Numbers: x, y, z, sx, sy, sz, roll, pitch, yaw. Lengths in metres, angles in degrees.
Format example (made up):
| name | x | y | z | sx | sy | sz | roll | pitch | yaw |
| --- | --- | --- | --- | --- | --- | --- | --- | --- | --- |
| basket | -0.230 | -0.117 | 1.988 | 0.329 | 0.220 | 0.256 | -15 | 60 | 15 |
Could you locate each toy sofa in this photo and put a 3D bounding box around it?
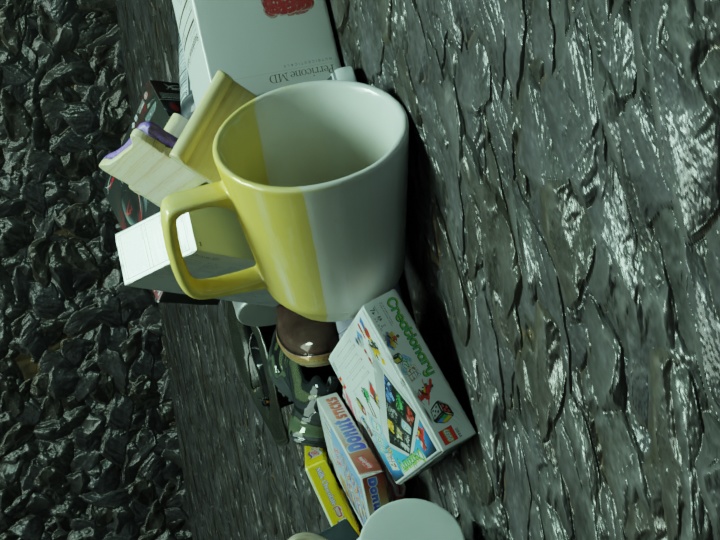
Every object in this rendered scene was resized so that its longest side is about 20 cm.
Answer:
| name | x | y | z | sx | sy | sz | roll | pitch | yaw |
| --- | --- | --- | --- | --- | --- | --- | --- | --- | --- |
| toy sofa | -0.145 | -0.108 | 1.500 | 0.083 | 0.097 | 0.200 | -60 | 11 | -14 |

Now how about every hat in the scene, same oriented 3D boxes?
| name | x | y | z | sx | sy | sz | roll | pitch | yaw |
| --- | --- | --- | --- | --- | --- | --- | --- | --- | --- |
| hat | -0.089 | 0.089 | 1.986 | 0.201 | 0.081 | 0.202 | 160 | 90 | -78 |

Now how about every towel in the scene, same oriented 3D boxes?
| name | x | y | z | sx | sy | sz | roll | pitch | yaw |
| --- | --- | --- | --- | --- | --- | --- | --- | --- | --- |
| towel | 0.016 | 0.204 | 1.710 | 0.200 | 0.030 | 0.147 | 89 | 165 | -54 |

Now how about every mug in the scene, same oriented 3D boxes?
| name | x | y | z | sx | sy | sz | roll | pitch | yaw |
| --- | --- | --- | --- | --- | --- | --- | --- | --- | --- |
| mug | -0.045 | -0.046 | 1.395 | 0.150 | 0.185 | 0.154 | -69 | -24 | -48 |

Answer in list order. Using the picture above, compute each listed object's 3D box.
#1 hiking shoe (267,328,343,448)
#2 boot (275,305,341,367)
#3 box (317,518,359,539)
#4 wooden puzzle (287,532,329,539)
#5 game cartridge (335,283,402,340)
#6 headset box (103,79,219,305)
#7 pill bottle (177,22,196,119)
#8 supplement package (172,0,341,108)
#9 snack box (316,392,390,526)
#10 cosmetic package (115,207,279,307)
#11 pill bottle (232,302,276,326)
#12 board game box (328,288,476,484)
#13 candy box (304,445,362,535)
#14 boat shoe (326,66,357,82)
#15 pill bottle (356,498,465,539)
| name | x | y | z | sx | sy | sz | roll | pitch | yaw |
| --- | --- | --- | --- | --- | --- | --- | --- | --- | --- |
| hiking shoe | -0.043 | 0.092 | 1.816 | 0.200 | 0.075 | 0.101 | -114 | 37 | -57 |
| boot | -0.059 | -0.019 | 1.703 | 0.200 | 0.072 | 0.167 | -104 | 4 | -60 |
| box | 0.008 | 0.352 | 1.636 | 0.200 | 0.079 | 0.142 | 52 | 153 | 31 |
| wooden puzzle | 0.028 | 0.295 | 1.343 | 0.186 | 0.199 | 0.046 | 92 | -156 | -48 |
| game cartridge | 0.000 | 0.000 | 1.567 | 0.200 | 0.038 | 0.131 | 142 | 120 | -78 |
| headset box | -0.175 | -0.072 | 1.806 | 0.149 | 0.075 | 0.200 | -62 | 42 | 32 |
| pill bottle | -0.121 | -0.191 | 1.708 | 0.106 | 0.106 | 0.201 | 110 | 157 | -69 |
| supplement package | -0.100 | -0.238 | 1.596 | 0.120 | 0.121 | 0.201 | 138 | 119 | -76 |
| snack box | -0.005 | 0.179 | 1.630 | 0.200 | 0.024 | 0.072 | -128 | 25 | -70 |
| cosmetic package | -0.107 | -0.014 | 1.507 | 0.200 | 0.082 | 0.051 | 11 | -118 | -55 |
| pill bottle | -0.113 | -0.048 | 1.879 | 0.111 | 0.110 | 0.201 | 101 | 156 | -63 |
| board game box | 0.029 | 0.098 | 1.433 | 0.127 | 0.034 | 0.200 | 61 | 166 | 8 |
| candy box | -0.026 | 0.224 | 1.799 | 0.200 | 0.026 | 0.103 | -121 | 8 | -86 |
| boat shoe | -0.039 | -0.118 | 1.553 | 0.200 | 0.066 | 0.070 | 122 | 135 | -75 |
| pill bottle | 0.037 | 0.271 | 1.444 | 0.201 | 0.112 | 0.113 | 92 | 162 | -51 |
